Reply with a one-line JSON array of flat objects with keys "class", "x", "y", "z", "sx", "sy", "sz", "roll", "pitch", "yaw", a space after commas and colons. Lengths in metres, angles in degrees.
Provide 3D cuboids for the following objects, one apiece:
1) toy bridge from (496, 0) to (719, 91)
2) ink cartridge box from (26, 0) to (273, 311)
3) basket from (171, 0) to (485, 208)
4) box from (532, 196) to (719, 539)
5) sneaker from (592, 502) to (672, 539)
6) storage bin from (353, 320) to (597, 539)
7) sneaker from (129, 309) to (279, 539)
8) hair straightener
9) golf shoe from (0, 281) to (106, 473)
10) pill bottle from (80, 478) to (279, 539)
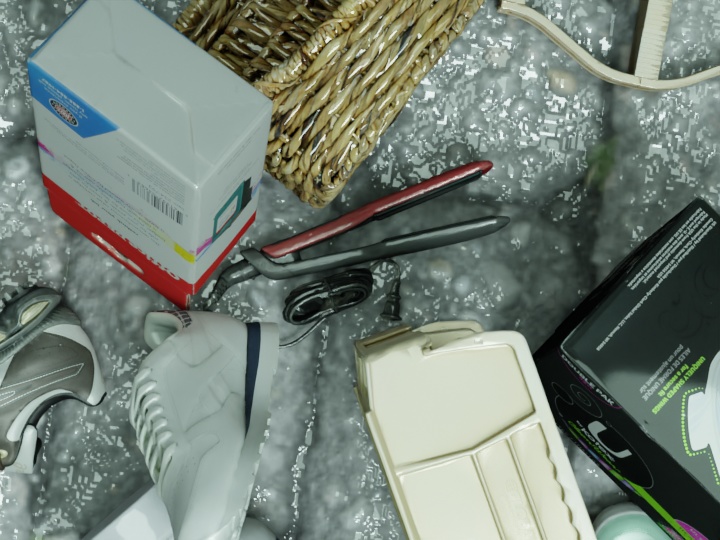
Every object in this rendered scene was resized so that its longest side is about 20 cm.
[{"class": "toy bridge", "x": 0.183, "y": -0.148, "z": 1.010, "sx": 0.198, "sy": 0.027, "sz": 0.068, "roll": 11, "pitch": 91, "yaw": -4}, {"class": "ink cartridge box", "x": -0.119, "y": -0.061, "z": 0.908, "sx": 0.116, "sy": 0.200, "sz": 0.067, "roll": 37, "pitch": 69, "yaw": 6}, {"class": "basket", "x": -0.019, "y": -0.157, "z": 0.938, "sx": 0.149, "sy": 0.143, "sz": 0.200, "roll": 39, "pitch": 87, "yaw": -3}, {"class": "box", "x": 0.210, "y": 0.083, "z": 0.933, "sx": 0.124, "sy": 0.149, "sz": 0.200, "roll": -44, "pitch": 86, "yaw": -12}, {"class": "sneaker", "x": 0.182, "y": 0.244, "z": 0.960, "sx": 0.073, "sy": 0.118, "sz": 0.202, "roll": -7, "pitch": 89, "yaw": -2}, {"class": "storage bin", "x": 0.066, "y": 0.126, "z": 0.913, "sx": 0.093, "sy": 0.200, "sz": 0.200, "roll": -19, "pitch": 91, "yaw": -2}, {"class": "sneaker", "x": -0.095, "y": 0.094, "z": 0.904, "sx": 0.080, "sy": 0.201, "sz": 0.077, "roll": 17, "pitch": 119, "yaw": -11}, {"class": "hair straightener", "x": 0.000, "y": 0.000, "z": 0.986, "sx": 0.198, "sy": 0.041, "sz": 0.078, "roll": -20, "pitch": 86, "yaw": -4}, {"class": "golf shoe", "x": -0.243, "y": 0.097, "z": 0.954, "sx": 0.199, "sy": 0.078, "sz": 0.095, "roll": -36, "pitch": 92, "yaw": -2}, {"class": "pill bottle", "x": -0.077, "y": 0.217, "z": 0.942, "sx": 0.119, "sy": 0.120, "sz": 0.200, "roll": -39, "pitch": 92, "yaw": -3}]
